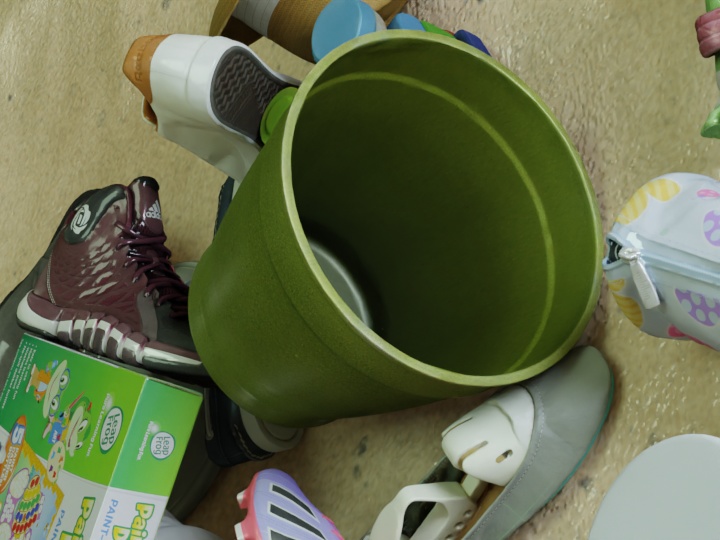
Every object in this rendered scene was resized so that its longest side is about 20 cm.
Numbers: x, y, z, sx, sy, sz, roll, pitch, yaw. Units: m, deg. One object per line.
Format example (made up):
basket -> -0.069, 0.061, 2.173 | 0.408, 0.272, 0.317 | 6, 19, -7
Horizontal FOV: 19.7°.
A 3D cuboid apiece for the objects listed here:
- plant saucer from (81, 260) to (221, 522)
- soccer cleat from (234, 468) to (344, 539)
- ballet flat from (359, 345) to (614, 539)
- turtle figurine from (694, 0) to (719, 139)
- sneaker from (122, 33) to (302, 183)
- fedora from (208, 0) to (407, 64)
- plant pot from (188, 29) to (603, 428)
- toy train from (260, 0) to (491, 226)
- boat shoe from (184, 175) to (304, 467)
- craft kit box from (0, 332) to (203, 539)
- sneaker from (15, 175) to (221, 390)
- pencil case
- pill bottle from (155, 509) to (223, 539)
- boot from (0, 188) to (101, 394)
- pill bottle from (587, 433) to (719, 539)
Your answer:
plant saucer -> -0.153, 0.084, 1.413 | 0.199, 0.050, 0.202 | -27, 53, 42
soccer cleat -> -0.018, 0.174, 1.097 | 0.076, 0.067, 0.200 | -17, 33, 0
ballet flat -> 0.058, 0.117, 1.109 | 0.200, 0.063, 0.068 | -53, 38, 20
turtle figurine -> 0.179, -0.176, 1.008 | 0.200, 0.143, 0.195 | 87, 168, -74
sneaker -> -0.082, -0.099, 1.285 | 0.084, 0.200, 0.073 | 15, 75, 25
fedora -> -0.011, -0.183, 1.295 | 0.201, 0.082, 0.201 | -48, -6, -6
plant pot -> 0.000, 0.000, 1.157 | 0.193, 0.199, 0.202 | -37, 45, 52
toy train -> -0.014, -0.071, 1.253 | 0.200, 0.115, 0.085 | -51, 39, 22
boat shoe -> -0.076, 0.028, 1.325 | 0.062, 0.075, 0.202 | -21, 65, 32
craft kit box -> -0.184, 0.149, 1.241 | 0.197, 0.048, 0.202 | 11, 81, 57
sneaker -> -0.131, 0.001, 1.280 | 0.199, 0.075, 0.116 | 14, 85, 39
pencil case -> 0.202, 0.009, 0.954 | 0.199, 0.090, 0.084 | 20, 89, 53
pill bottle -> -0.104, 0.217, 1.228 | 0.200, 0.114, 0.115 | 33, 100, 54
boot -> -0.221, 0.036, 1.472 | 0.201, 0.069, 0.132 | -65, 13, 8
pill bottle -> 0.188, 0.135, 0.815 | 0.113, 0.199, 0.114 | -27, 53, 43
